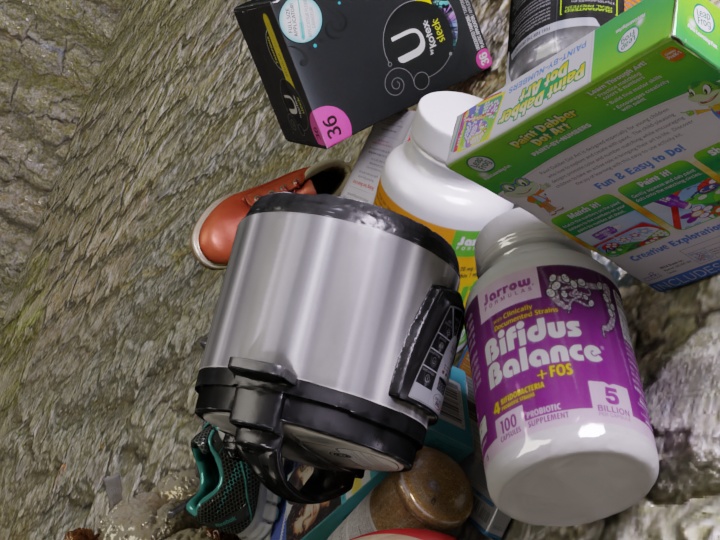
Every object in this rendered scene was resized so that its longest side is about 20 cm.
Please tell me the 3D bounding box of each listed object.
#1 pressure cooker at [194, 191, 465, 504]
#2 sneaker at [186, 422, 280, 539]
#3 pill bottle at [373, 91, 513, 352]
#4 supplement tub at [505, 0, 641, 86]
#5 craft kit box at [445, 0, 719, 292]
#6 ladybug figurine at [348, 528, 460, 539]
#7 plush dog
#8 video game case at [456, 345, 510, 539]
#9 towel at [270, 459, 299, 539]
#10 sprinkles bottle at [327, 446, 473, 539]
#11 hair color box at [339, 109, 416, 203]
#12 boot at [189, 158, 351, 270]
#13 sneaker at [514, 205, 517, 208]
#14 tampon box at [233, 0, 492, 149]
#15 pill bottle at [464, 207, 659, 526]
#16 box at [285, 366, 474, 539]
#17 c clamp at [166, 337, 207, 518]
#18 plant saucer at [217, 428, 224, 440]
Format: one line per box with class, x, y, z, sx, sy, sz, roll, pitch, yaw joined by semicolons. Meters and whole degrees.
pressure cooker;-0.026;0.065;0.873;0.178;0.174;0.203;-18;54;63
sneaker;-0.121;0.161;1.192;0.077;0.090;0.203;-26;55;53
pill bottle;0.062;-0.037;0.992;0.112;0.109;0.202;-103;23;-54
supplement tub;0.176;-0.184;0.957;0.122;0.121;0.202;-36;37;47
craft kit box;0.186;-0.068;0.740;0.199;0.196;0.049;-26;46;53
ladybug figurine;0.026;0.244;0.876;0.199;0.136;0.072;-30;10;37
plush dog;-0.198;0.307;1.261;0.170;0.160;0.203;11;77;38
video game case;0.115;0.091;0.953;0.202;0.018;0.143;-65;24;1
towel;-0.021;0.196;1.131;0.200;0.024;0.146;-38;34;43
sprinkles bottle;0.010;0.219;0.959;0.201;0.067;0.069;-53;26;38
hair color box;0.020;-0.061;1.229;0.202;0.061;0.101;-64;24;1
boot;-0.097;-0.069;1.355;0.199;0.076;0.107;-33;8;-31
sneaker;0.099;-0.075;1.054;0.200;0.086;0.074;-47;30;33
tampon box;0.001;-0.234;1.219;0.198;0.152;0.126;-29;18;-16
pill bottle;0.128;0.058;0.822;0.112;0.111;0.202;-43;39;39
box;0.011;0.160;1.010;0.200;0.049;0.083;-46;30;33
c clamp;-0.145;0.137;1.253;0.171;0.027;0.203;-12;-72;-73
plant saucer;-0.036;0.111;1.118;0.198;0.051;0.201;-29;19;11
